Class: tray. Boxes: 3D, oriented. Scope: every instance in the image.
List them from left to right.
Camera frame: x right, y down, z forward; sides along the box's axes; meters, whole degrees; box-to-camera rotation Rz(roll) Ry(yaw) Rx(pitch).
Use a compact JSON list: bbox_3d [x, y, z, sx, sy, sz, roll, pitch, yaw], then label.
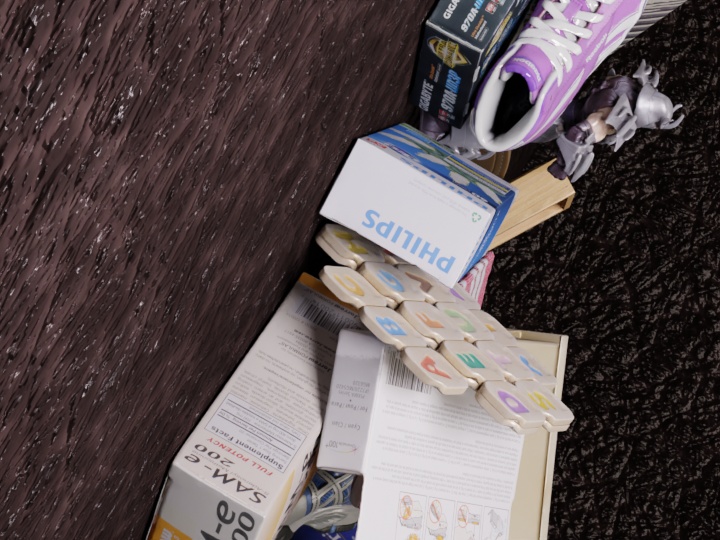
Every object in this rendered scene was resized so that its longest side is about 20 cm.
[{"bbox_3d":[0.080,-0.026,1.770,0.199,0.037,0.099,-28,174,0],"label":"tray"}]

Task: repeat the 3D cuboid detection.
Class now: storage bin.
[{"bbox_3d":[0.069,0.146,1.905,0.093,0.197,0.202,6,90,-47],"label":"storage bin"}]

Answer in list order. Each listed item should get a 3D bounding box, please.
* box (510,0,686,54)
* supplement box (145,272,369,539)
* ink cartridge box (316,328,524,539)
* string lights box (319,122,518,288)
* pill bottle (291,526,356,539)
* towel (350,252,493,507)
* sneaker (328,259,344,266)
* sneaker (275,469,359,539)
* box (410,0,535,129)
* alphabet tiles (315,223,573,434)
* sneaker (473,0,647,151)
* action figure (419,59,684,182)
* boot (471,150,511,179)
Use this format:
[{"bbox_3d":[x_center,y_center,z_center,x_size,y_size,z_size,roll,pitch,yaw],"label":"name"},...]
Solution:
[{"bbox_3d":[0.178,-0.214,1.617,0.200,0.082,0.069,-36,-151,51],"label":"box"},{"bbox_3d":[-0.064,0.116,1.450,0.200,0.073,0.126,-56,172,-42],"label":"supplement box"},{"bbox_3d":[0.042,0.142,1.458,0.199,0.044,0.178,18,79,-55],"label":"ink cartridge box"},{"bbox_3d":[0.044,-0.047,1.475,0.059,0.102,0.200,-61,175,10],"label":"string lights box"},{"bbox_3d":[-0.060,0.268,1.812,0.200,0.115,0.116,-29,151,-53],"label":"pill bottle"},{"bbox_3d":[0.043,0.075,1.597,0.200,0.030,0.148,-43,149,-61],"label":"towel"},{"bbox_3d":[0.000,0.000,1.602,0.078,0.066,0.201,-25,-147,50],"label":"sneaker"},{"bbox_3d":[-0.053,0.149,1.583,0.200,0.075,0.077,-2,123,-62],"label":"sneaker"},{"bbox_3d":[0.105,-0.213,1.503,0.201,0.046,0.159,-60,175,-14],"label":"box"},{"bbox_3d":[0.057,0.037,1.441,0.015,0.200,0.195,-52,156,17],"label":"alphabet tiles"},{"bbox_3d":[0.144,-0.166,1.489,0.202,0.072,0.114,-62,172,19],"label":"sneaker"},{"bbox_3d":[0.149,-0.112,1.622,0.130,0.198,0.070,-38,122,-61],"label":"action figure"},{"bbox_3d":[0.103,-0.130,1.827,0.155,0.073,0.200,-59,-175,-25],"label":"boot"}]
